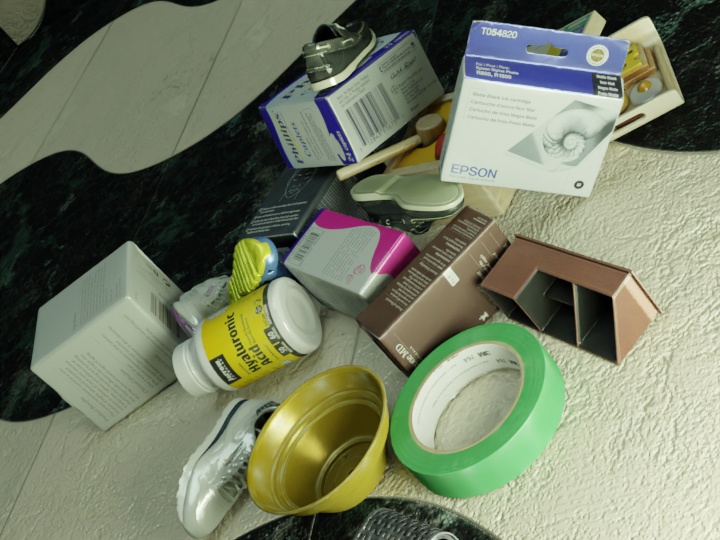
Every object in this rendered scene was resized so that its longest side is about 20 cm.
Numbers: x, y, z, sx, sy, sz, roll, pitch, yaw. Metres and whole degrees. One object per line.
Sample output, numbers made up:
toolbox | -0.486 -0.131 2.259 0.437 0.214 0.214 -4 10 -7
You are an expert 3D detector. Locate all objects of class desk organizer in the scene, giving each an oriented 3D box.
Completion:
desk organizer | 0.227 0.029 1.249 0.077 0.072 0.199 -50 31 -10

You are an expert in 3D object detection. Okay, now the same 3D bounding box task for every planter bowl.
planter bowl | -0.029 0.214 1.299 0.199 0.084 0.202 -30 33 22

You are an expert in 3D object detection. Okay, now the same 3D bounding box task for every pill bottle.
pill bottle | -0.161 0.099 1.564 0.199 0.111 0.112 -29 33 23

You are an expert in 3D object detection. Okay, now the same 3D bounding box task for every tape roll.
tape roll | 0.126 0.150 1.235 0.199 0.048 0.202 -30 33 21

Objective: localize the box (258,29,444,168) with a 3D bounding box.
box | -0.016 -0.241 1.606 0.184 0.106 0.199 -40 22 -26

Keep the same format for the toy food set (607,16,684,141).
toy food set | 0.333 -0.247 1.478 0.142 0.060 0.201 -28 34 23

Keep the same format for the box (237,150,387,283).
box | -0.063 -0.090 1.685 0.147 0.107 0.201 -5 47 50

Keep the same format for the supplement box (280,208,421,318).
supplement box | 0.000 0.000 1.504 0.102 0.103 0.199 -52 33 -12

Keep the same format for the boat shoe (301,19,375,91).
boat shoe | -0.030 -0.312 1.543 0.071 0.068 0.200 -19 21 26

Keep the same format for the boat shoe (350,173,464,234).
boat shoe | 0.066 -0.078 1.441 0.198 0.067 0.074 6 38 47

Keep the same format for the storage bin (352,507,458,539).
storage bin | 0.028 0.338 1.027 0.093 0.135 0.201 8 57 52

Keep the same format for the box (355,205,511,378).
box | 0.101 0.030 1.361 0.200 0.100 0.075 -45 31 -4

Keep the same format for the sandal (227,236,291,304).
sandal | -0.139 0.008 1.620 0.200 0.086 0.080 119 138 -64

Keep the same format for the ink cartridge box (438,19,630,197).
ink cartridge box | 0.206 -0.187 1.339 0.197 0.202 0.041 5 37 -7

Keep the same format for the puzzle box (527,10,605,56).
puzzle box | 0.250 -0.274 1.581 0.199 0.025 0.134 -19 39 60

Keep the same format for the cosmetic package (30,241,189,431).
cosmetic package | -0.380 0.101 1.757 0.199 0.168 0.167 -34 32 11

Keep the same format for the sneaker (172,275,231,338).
sneaker | -0.230 0.050 1.714 0.099 0.075 0.200 -34 16 2

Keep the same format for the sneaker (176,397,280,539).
sneaker | -0.162 0.246 1.427 0.080 0.077 0.202 0 51 36

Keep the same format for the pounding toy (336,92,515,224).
pounding toy | 0.108 -0.161 1.548 0.198 0.142 0.185 -5 46 45
